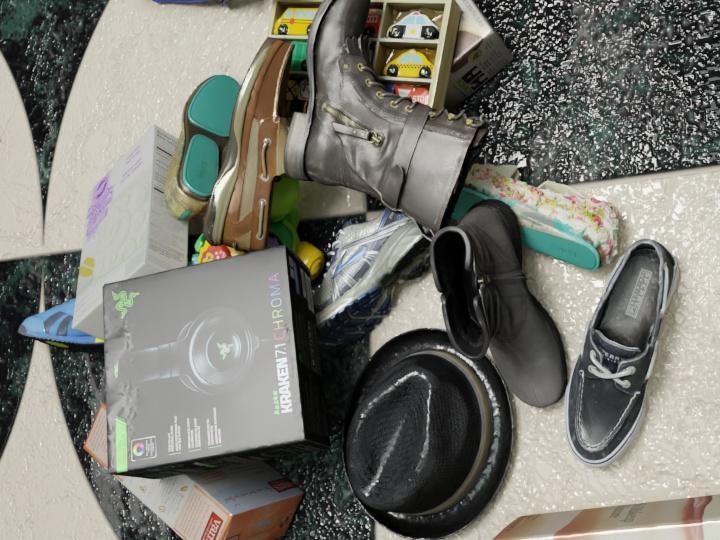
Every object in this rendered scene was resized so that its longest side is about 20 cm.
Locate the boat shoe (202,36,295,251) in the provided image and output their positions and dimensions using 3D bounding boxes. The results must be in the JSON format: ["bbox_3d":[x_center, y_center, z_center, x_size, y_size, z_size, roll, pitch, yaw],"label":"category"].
[{"bbox_3d":[-0.091,-0.114,0.748,0.072,0.076,0.204,17,104,-4],"label":"boat shoe"}]

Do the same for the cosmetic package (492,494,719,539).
[{"bbox_3d":[0.218,0.242,0.636,0.196,0.103,0.090,-14,79,24],"label":"cosmetic package"}]

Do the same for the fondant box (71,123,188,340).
[{"bbox_3d":[-0.255,-0.042,0.884,0.143,0.058,0.203,-35,45,31],"label":"fondant box"}]

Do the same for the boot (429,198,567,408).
[{"bbox_3d":[0.112,0.048,0.668,0.069,0.131,0.204,-19,100,30],"label":"boot"}]

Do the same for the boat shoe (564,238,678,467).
[{"bbox_3d":[0.220,0.072,0.671,0.071,0.067,0.204,22,95,27],"label":"boat shoe"}]

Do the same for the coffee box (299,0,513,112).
[{"bbox_3d":[0.037,-0.200,0.788,0.199,0.079,0.114,-38,70,19],"label":"coffee box"}]

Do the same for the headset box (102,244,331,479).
[{"bbox_3d":[-0.139,0.089,0.726,0.195,0.093,0.179,-11,72,10],"label":"headset box"}]

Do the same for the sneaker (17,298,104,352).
[{"bbox_3d":[-0.337,0.058,0.970,0.196,0.066,0.080,-2,72,27],"label":"sneaker"}]

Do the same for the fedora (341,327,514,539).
[{"bbox_3d":[0.047,0.155,0.738,0.196,0.091,0.206,-3,84,27],"label":"fedora"}]

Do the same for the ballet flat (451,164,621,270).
[{"bbox_3d":[0.150,-0.061,0.733,0.197,0.076,0.064,26,65,23],"label":"ballet flat"}]

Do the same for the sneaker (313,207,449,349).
[{"bbox_3d":[0.000,0.000,0.800,0.199,0.077,0.086,-42,58,9],"label":"sneaker"}]

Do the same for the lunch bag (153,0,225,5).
[{"bbox_3d":[-0.191,-0.409,0.904,0.197,0.126,0.174,12,90,37],"label":"lunch bag"}]

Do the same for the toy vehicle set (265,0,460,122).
[{"bbox_3d":[-0.009,-0.195,0.751,0.196,0.026,0.128,10,91,28],"label":"toy vehicle set"}]

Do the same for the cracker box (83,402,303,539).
[{"bbox_3d":[-0.174,0.211,0.825,0.198,0.133,0.059,30,98,27],"label":"cracker box"}]

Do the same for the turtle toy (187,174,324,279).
[{"bbox_3d":[-0.119,-0.025,0.839,0.144,0.101,0.203,30,99,26],"label":"turtle toy"}]

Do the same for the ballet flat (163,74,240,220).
[{"bbox_3d":[-0.177,-0.137,0.874,0.069,0.071,0.203,-16,47,25],"label":"ballet flat"}]

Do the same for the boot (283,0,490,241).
[{"bbox_3d":[0.032,-0.141,0.682,0.171,0.069,0.205,17,98,22],"label":"boot"}]
